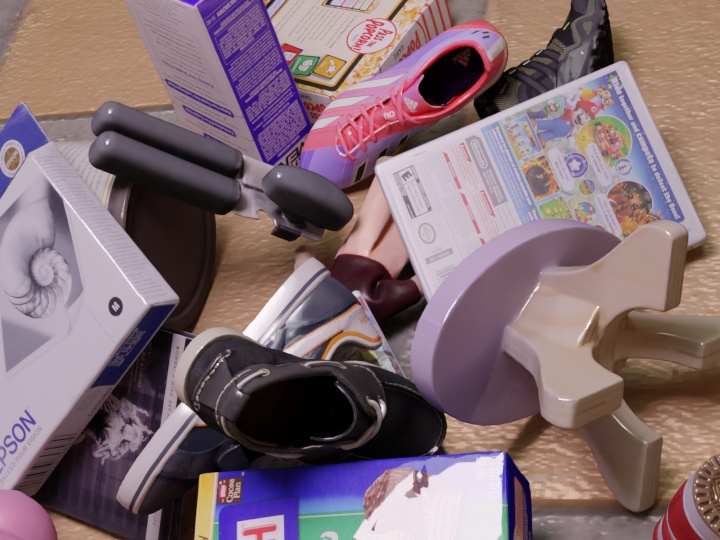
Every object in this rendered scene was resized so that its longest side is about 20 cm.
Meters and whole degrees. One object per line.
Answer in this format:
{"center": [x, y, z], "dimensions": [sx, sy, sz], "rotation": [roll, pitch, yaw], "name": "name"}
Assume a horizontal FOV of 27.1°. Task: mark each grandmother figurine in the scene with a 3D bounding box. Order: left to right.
{"center": [0.000, 0.000, 1.105], "dimensions": [0.120, 0.061, 0.201], "rotation": [0, 47, 33], "name": "grandmother figurine"}

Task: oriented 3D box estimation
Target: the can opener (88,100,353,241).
{"center": [-0.099, -0.074, 1.077], "dimensions": [0.066, 0.198, 0.053], "rotation": [-43, 39, 45], "name": "can opener"}

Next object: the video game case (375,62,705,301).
{"center": [0.127, -0.047, 1.069], "dimensions": [0.198, 0.018, 0.145], "rotation": [-23, 75, 0], "name": "video game case"}

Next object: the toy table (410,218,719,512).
{"center": [0.141, 0.048, 0.935], "dimensions": [0.199, 0.186, 0.116], "rotation": [-29, 36, -35], "name": "toy table"}

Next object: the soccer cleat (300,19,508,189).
{"center": [0.028, -0.125, 1.158], "dimensions": [0.199, 0.067, 0.077], "rotation": [-32, 8, 19], "name": "soccer cleat"}

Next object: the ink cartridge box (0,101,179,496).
{"center": [-0.243, 0.020, 1.043], "dimensions": [0.200, 0.040, 0.200], "rotation": [48, 115, 21], "name": "ink cartridge box"}

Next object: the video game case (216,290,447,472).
{"center": [-0.020, 0.126, 0.987], "dimensions": [0.142, 0.018, 0.201], "rotation": [-26, 62, -5], "name": "video game case"}

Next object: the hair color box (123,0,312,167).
{"center": [-0.112, -0.164, 1.194], "dimensions": [0.109, 0.201, 0.065], "rotation": [28, 61, 38], "name": "hair color box"}

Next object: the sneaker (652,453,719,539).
{"center": [0.254, 0.188, 0.841], "dimensions": [0.199, 0.113, 0.071], "rotation": [38, 63, 8], "name": "sneaker"}

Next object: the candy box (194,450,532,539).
{"center": [-0.001, 0.202, 0.882], "dimensions": [0.197, 0.077, 0.171], "rotation": [-7, 64, 17], "name": "candy box"}

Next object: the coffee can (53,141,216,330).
{"center": [-0.231, -0.027, 1.153], "dimensions": [0.197, 0.147, 0.148], "rotation": [1, 50, 22], "name": "coffee can"}

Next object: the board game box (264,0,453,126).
{"center": [-0.041, -0.200, 1.308], "dimensions": [0.198, 0.047, 0.152], "rotation": [18, 58, 33], "name": "board game box"}

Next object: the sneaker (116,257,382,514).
{"center": [-0.068, 0.091, 0.957], "dimensions": [0.079, 0.078, 0.200], "rotation": [41, 85, 5], "name": "sneaker"}

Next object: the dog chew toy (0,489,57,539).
{"center": [-0.246, 0.224, 0.956], "dimensions": [0.123, 0.126, 0.201], "rotation": [-8, 39, 14], "name": "dog chew toy"}

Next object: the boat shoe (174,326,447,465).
{"center": [-0.017, 0.089, 0.896], "dimensions": [0.067, 0.199, 0.073], "rotation": [24, 93, 49], "name": "boat shoe"}

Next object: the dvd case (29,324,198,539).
{"center": [-0.198, 0.098, 1.053], "dimensions": [0.198, 0.016, 0.151], "rotation": [14, 100, 31], "name": "dvd case"}

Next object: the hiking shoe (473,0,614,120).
{"center": [0.139, -0.146, 1.170], "dimensions": [0.099, 0.076, 0.202], "rotation": [6, 53, 21], "name": "hiking shoe"}
